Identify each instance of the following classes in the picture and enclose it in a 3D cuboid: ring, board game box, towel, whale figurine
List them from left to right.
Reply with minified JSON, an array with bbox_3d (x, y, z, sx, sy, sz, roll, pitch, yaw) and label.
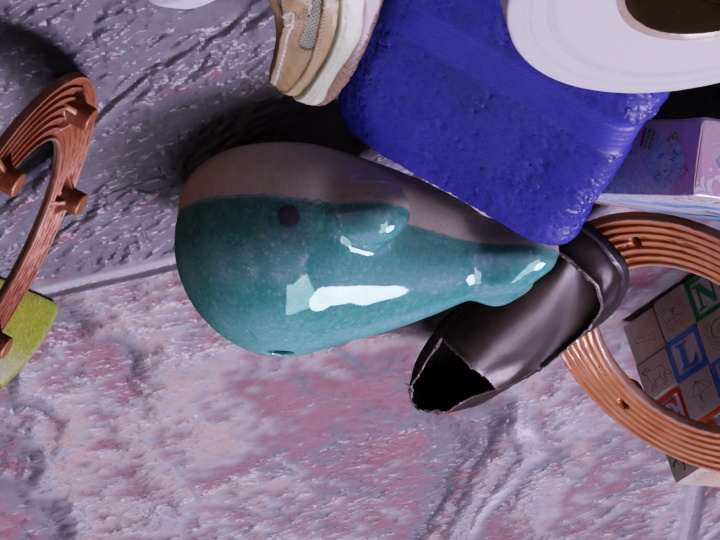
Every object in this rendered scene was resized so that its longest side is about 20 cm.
[{"bbox_3d":[-0.175,-0.003,1.289,0.019,0.201,0.201,28,152,7],"label":"ring"},{"bbox_3d":[0.000,0.000,1.405,0.199,0.104,0.159,10,165,-9],"label":"whale figurine"},{"bbox_3d":[0.075,-0.104,1.297,0.147,0.050,0.200,31,147,3],"label":"towel"},{"bbox_3d":[0.201,0.043,1.595,0.019,0.200,0.201,-51,177,-36],"label":"ring"},{"bbox_3d":[0.210,-0.047,1.409,0.199,0.044,0.199,7,178,-24],"label":"board game box"}]

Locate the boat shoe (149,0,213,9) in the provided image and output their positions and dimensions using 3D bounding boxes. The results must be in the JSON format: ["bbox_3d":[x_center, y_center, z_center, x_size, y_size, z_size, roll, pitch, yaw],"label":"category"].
[{"bbox_3d":[-0.063,-0.183,1.089,0.086,0.075,0.202,4,146,-35],"label":"boat shoe"}]

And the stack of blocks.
[{"bbox_3d":[0.267,0.041,1.672,0.058,0.116,0.200,8,146,-41],"label":"stack of blocks"}]

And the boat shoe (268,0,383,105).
[{"bbox_3d":[-0.024,-0.150,1.199,0.076,0.072,0.200,7,142,-11],"label":"boat shoe"}]

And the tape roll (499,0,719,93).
[{"bbox_3d":[0.140,-0.184,1.120,0.202,0.140,0.203,-12,154,-6],"label":"tape roll"}]

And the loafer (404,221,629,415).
[{"bbox_3d":[0.091,0.038,1.592,0.071,0.073,0.200,-48,179,-39],"label":"loafer"}]

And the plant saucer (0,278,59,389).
[{"bbox_3d":[-0.295,0.055,1.475,0.199,0.048,0.200,-26,153,22],"label":"plant saucer"}]
